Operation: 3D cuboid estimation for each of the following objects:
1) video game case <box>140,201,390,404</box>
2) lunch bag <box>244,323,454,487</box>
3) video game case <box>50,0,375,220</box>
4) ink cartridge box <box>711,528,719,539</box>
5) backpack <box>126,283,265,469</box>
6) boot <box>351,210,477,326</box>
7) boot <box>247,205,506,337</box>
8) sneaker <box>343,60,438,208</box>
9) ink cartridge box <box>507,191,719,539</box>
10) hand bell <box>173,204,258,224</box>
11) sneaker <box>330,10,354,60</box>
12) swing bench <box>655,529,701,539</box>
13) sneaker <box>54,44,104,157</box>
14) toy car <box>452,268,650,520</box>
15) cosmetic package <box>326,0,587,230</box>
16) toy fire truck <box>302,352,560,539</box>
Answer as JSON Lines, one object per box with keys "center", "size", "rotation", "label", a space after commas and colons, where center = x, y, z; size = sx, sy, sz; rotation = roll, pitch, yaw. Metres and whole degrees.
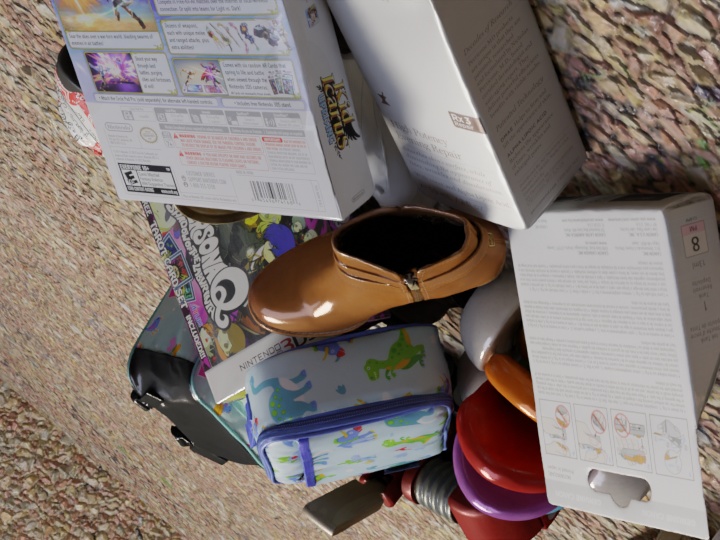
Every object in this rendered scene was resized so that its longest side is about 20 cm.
{"center": [-0.082, -0.020, 1.228], "size": [0.181, 0.036, 0.202], "rotation": [-29, 78, 38], "label": "video game case"}
{"center": [-0.011, 0.109, 1.226], "size": [0.200, 0.159, 0.083], "rotation": [95, 164, -72], "label": "lunch bag"}
{"center": [-0.098, -0.128, 0.995], "size": [0.199, 0.045, 0.183], "rotation": [7, 125, 37], "label": "video game case"}
{"center": [0.289, 0.267, 1.106], "size": [0.148, 0.200, 0.085], "rotation": [47, 160, -14], "label": "ink cartridge box"}
{"center": [-0.091, 0.054, 1.390], "size": [0.152, 0.201, 0.176], "rotation": [1, 148, 32], "label": "backpack"}
{"center": [0.007, -0.032, 1.248], "size": [0.199, 0.070, 0.132], "rotation": [34, 158, -8], "label": "boot"}
{"center": [0.000, 0.000, 1.069], "size": [0.198, 0.078, 0.155], "rotation": [-6, 175, 13], "label": "boot"}
{"center": [-0.005, -0.096, 1.096], "size": [0.074, 0.087, 0.201], "rotation": [21, 152, 40], "label": "sneaker"}
{"center": [0.167, 0.054, 0.997], "size": [0.162, 0.057, 0.202], "rotation": [2, 107, 60], "label": "ink cartridge box"}
{"center": [-0.123, -0.143, 1.183], "size": [0.104, 0.103, 0.201], "rotation": [73, 173, -54], "label": "hand bell"}
{"center": [-0.045, -0.214, 0.962], "size": [0.200, 0.077, 0.082], "rotation": [45, 152, -9], "label": "sneaker"}
{"center": [0.290, 0.317, 1.317], "size": [0.199, 0.130, 0.200], "rotation": [41, 154, 6], "label": "swing bench"}
{"center": [-0.202, -0.119, 1.445], "size": [0.201, 0.067, 0.108], "rotation": [46, 161, 1], "label": "sneaker"}
{"center": [0.132, 0.113, 1.162], "size": [0.174, 0.150, 0.201], "rotation": [35, 159, 18], "label": "toy car"}
{"center": [0.055, -0.126, 0.948], "size": [0.101, 0.074, 0.201], "rotation": [21, 152, 43], "label": "cosmetic package"}
{"center": [0.063, 0.181, 1.350], "size": [0.175, 0.200, 0.129], "rotation": [25, 155, 39], "label": "toy fire truck"}
